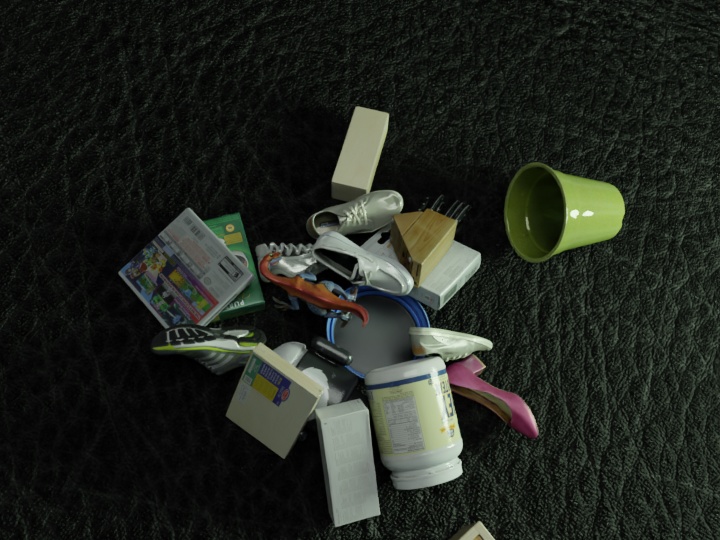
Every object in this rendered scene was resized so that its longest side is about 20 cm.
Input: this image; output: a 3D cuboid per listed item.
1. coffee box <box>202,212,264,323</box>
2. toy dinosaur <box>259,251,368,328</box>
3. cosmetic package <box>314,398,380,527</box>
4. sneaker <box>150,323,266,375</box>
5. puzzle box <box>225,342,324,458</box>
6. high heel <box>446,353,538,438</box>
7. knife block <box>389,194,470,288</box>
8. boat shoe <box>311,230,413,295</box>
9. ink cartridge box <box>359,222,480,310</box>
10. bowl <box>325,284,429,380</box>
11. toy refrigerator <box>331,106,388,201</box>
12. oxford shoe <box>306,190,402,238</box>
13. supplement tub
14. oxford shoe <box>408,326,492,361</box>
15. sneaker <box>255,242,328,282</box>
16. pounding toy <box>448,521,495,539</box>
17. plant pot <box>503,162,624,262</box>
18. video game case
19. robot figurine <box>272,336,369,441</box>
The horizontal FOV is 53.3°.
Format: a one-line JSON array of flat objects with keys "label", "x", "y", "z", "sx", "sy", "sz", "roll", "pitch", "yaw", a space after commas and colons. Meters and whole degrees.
[{"label": "coffee box", "x": -0.265, "y": -0.005, "z": 1.373, "sx": 0.122, "sy": 0.044, "sz": 0.201, "roll": -15, "pitch": 68, "yaw": -14}, {"label": "toy dinosaur", "x": -0.091, "y": 0.024, "z": 1.298, "sx": 0.181, "sy": 0.200, "sz": 0.105, "roll": 26, "pitch": 75, "yaw": -23}, {"label": "cosmetic package", "x": -0.022, "y": 0.320, "z": 1.198, "sx": 0.082, "sy": 0.051, "sz": 0.201, "roll": -11, "pitch": 107, "yaw": -16}, {"label": "sneaker", "x": -0.268, "y": 0.146, "z": 1.266, "sx": 0.199, "sy": 0.081, "sz": 0.074, "roll": 5, "pitch": 22, "yaw": -19}, {"label": "puzzle box", "x": -0.147, "y": 0.223, "z": 1.205, "sx": 0.133, "sy": 0.200, "sz": 0.025, "roll": 35, "pitch": 42, "yaw": 7}, {"label": "high heel", "x": 0.233, "y": 0.246, "z": 1.322, "sx": 0.096, "sy": 0.067, "sz": 0.200, "roll": -28, "pitch": 67, "yaw": -30}, {"label": "knife block", "x": 0.153, "y": -0.065, "z": 1.403, "sx": 0.175, "sy": 0.064, "sz": 0.200, "roll": -8, "pitch": 44, "yaw": -12}, {"label": "boat shoe", "x": 0.000, "y": 0.000, "z": 1.328, "sx": 0.199, "sy": 0.074, "sz": 0.065, "roll": 25, "pitch": 36, "yaw": 7}, {"label": "ink cartridge box", "x": 0.116, "y": -0.021, "z": 1.433, "sx": 0.199, "sy": 0.057, "sz": 0.162, "roll": 25, "pitch": 46, "yaw": 27}, {"label": "bowl", "x": 0.032, "y": 0.119, "z": 1.368, "sx": 0.200, "sy": 0.039, "sz": 0.202, "roll": 4, "pitch": 65, "yaw": -7}, {"label": "toy refrigerator", "x": 0.000, "y": -0.241, "z": 1.515, "sx": 0.076, "sy": 0.070, "sz": 0.201, "roll": 13, "pitch": 63, "yaw": 5}, {"label": "oxford shoe", "x": -0.011, "y": -0.107, "z": 1.421, "sx": 0.199, "sy": 0.058, "sz": 0.076, "roll": -16, "pitch": 91, "yaw": 0}, {"label": "supplement tub", "x": 0.094, "y": 0.260, "z": 1.238, "sx": 0.144, "sy": 0.145, "sz": 0.201, "roll": -11, "pitch": 85, "yaw": -14}, {"label": "oxford shoe", "x": 0.166, "y": 0.142, "z": 1.340, "sx": 0.199, "sy": 0.075, "sz": 0.058, "roll": 10, "pitch": 80, "yaw": -38}, {"label": "sneaker", "x": -0.104, "y": -0.014, "z": 1.397, "sx": 0.199, "sy": 0.075, "sz": 0.081, "roll": -2, "pitch": 84, "yaw": -11}, {"label": "pounding toy", "x": 0.172, "y": 0.540, "z": 1.138, "sx": 0.200, "sy": 0.142, "sz": 0.184, "roll": -34, "pitch": 74, "yaw": -22}, {"label": "plant pot", "x": 0.431, "y": -0.120, "z": 1.481, "sx": 0.189, "sy": 0.200, "sz": 0.201, "roll": -3, "pitch": 65, "yaw": -25}, {"label": "video game case", "x": -0.323, "y": 0.009, "z": 1.328, "sx": 0.182, "sy": 0.023, "sz": 0.200, "roll": -44, "pitch": 71, "yaw": -6}, {"label": "robot figurine", "x": -0.083, "y": 0.210, "z": 1.258, "sx": 0.199, "sy": 0.125, "sz": 0.151, "roll": 31, "pitch": 60, "yaw": 5}]
